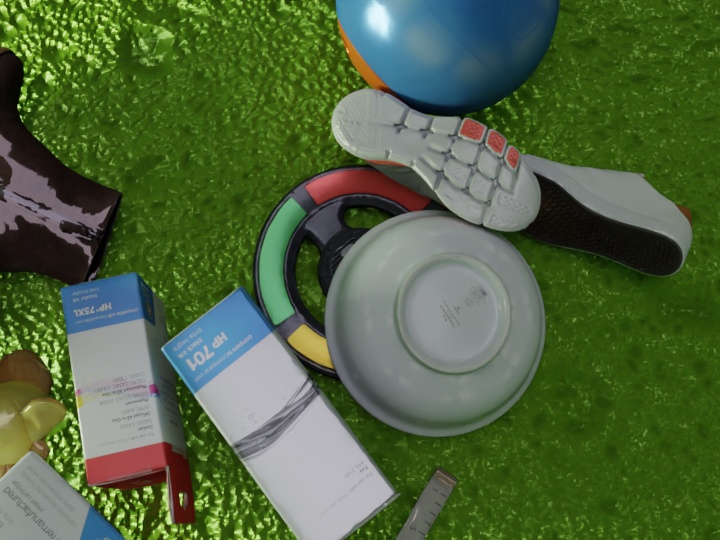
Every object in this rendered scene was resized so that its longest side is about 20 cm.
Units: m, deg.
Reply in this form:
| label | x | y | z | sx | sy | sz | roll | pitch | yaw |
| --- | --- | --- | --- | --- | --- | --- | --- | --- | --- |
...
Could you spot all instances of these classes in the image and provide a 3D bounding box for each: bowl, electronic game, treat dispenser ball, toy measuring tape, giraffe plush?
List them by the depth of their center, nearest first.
| label | x | y | z | sx | sy | sz | roll | pitch | yaw |
| --- | --- | --- | --- | --- | --- | --- | --- | --- | --- |
| giraffe plush | -0.328 | 0.101 | 0.774 | 0.161 | 0.172 | 0.202 | 26 | 65 | -15 |
| bowl | 0.071 | 0.040 | 0.780 | 0.198 | 0.090 | 0.204 | 1 | 83 | -5 |
| toy measuring tape | 0.022 | 0.259 | 0.782 | 0.073 | 0.074 | 0.201 | 31 | 56 | 7 |
| treat dispenser ball | 0.076 | -0.240 | 0.823 | 0.198 | 0.201 | 0.204 | 0 | 76 | 0 |
| electronic game | 0.000 | 0.000 | 0.845 | 0.197 | 0.042 | 0.203 | 0 | 76 | 0 |

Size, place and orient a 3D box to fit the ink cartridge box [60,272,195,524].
| label | x | y | z | sx | sy | sz | roll | pitch | yaw |
| --- | --- | --- | --- | --- | --- | --- | --- | --- | --- |
| ink cartridge box | -0.192 | 0.116 | 0.777 | 0.066 | 0.116 | 0.203 | -11 | 76 | -4 |

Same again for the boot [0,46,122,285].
| label | x | y | z | sx | sy | sz | roll | pitch | yaw |
| --- | --- | --- | --- | --- | --- | --- | --- | --- | --- |
| boot | -0.296 | -0.093 | 0.856 | 0.164 | 0.072 | 0.203 | 15 | 83 | 2 |

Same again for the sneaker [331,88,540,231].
| label | x | y | z | sx | sy | sz | roll | pitch | yaw |
| --- | --- | --- | --- | --- | --- | --- | --- | --- | --- |
| sneaker | 0.071 | -0.096 | 0.818 | 0.199 | 0.082 | 0.078 | 32 | 88 | 14 |

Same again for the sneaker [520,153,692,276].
| label | x | y | z | sx | sy | sz | roll | pitch | yaw |
| --- | --- | --- | --- | --- | --- | --- | --- | --- | --- |
| sneaker | 0.210 | -0.064 | 0.860 | 0.198 | 0.073 | 0.085 | 26 | 47 | 12 |

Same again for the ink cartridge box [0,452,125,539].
| label | x | y | z | sx | sy | sz | roll | pitch | yaw |
| --- | --- | --- | --- | --- | --- | --- | --- | --- | --- |
| ink cartridge box | -0.264 | 0.265 | 0.691 | 0.146 | 0.086 | 0.200 | 36 | 64 | 15 |

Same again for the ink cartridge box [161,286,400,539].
| label | x | y | z | sx | sy | sz | roll | pitch | yaw |
| --- | --- | --- | --- | --- | --- | --- | --- | --- | --- |
| ink cartridge box | -0.063 | 0.128 | 0.759 | 0.085 | 0.147 | 0.201 | -35 | 79 | -10 |
